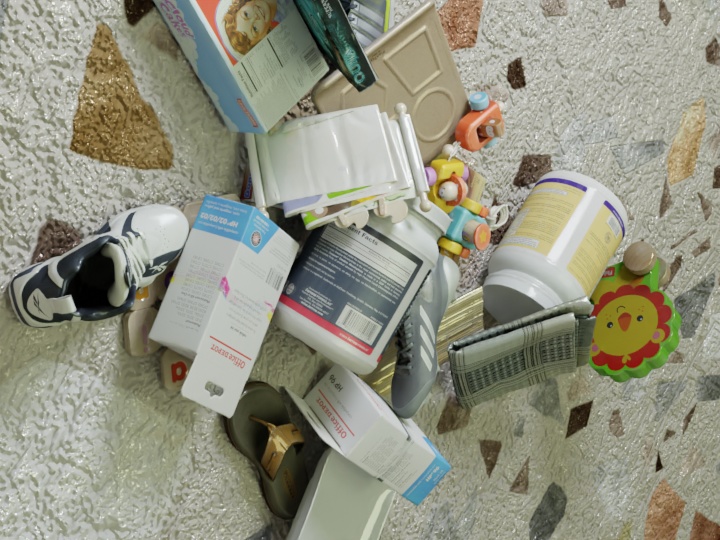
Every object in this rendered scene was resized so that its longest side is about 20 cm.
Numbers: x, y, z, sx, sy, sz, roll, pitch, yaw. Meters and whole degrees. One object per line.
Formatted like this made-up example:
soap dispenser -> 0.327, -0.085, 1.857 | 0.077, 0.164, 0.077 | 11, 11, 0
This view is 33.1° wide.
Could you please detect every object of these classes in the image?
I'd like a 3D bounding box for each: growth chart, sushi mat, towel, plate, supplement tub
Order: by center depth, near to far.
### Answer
growth chart -> -0.027, -0.110, 1.298 | 0.018, 0.197, 0.147 | 78, 7, -74
supplement tub -> 0.000, 0.000, 1.354 | 0.140, 0.140, 0.201 | 33, 86, -44
plate -> -0.036, 0.324, 1.473 | 0.199, 0.032, 0.202 | 41, 67, -57
sushi mat -> 0.077, 0.097, 1.527 | 0.198, 0.012, 0.097 | -27, 131, -20
towel -> 0.215, 0.115, 1.588 | 0.198, 0.035, 0.193 | -20, 149, -2
supplement tub -> 0.263, -0.019, 1.657 | 0.201, 0.144, 0.146 | -56, 132, -22

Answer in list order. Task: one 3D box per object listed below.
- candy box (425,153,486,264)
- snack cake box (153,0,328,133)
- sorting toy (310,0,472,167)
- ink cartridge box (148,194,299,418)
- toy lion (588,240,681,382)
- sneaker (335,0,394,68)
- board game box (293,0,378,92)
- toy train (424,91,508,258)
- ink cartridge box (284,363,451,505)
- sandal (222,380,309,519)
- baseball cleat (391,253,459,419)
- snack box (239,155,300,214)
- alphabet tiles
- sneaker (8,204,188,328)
candy box -> 0.079, -0.048, 1.525 | 0.115, 0.055, 0.202 | 29, 77, -45
snack cake box -> -0.128, -0.256, 1.254 | 0.115, 0.067, 0.201 | -47, 125, -27
sorting toy -> 0.039, -0.189, 1.403 | 0.185, 0.036, 0.201 | -40, 135, -16
ink cartridge box -> -0.147, 0.039, 1.258 | 0.115, 0.067, 0.202 | 41, 67, -61
toy lion -> 0.352, 0.064, 1.702 | 0.069, 0.198, 0.194 | 38, 54, -44
sneaker -> -0.005, -0.284, 1.382 | 0.081, 0.073, 0.202 | -28, 115, -35
board game box -> -0.050, -0.277, 1.253 | 0.028, 0.200, 0.136 | -31, 124, -2
toy train -> 0.145, -0.105, 1.475 | 0.150, 0.055, 0.202 | -36, 132, -25
ink cartridge box -> 0.009, 0.187, 1.446 | 0.068, 0.116, 0.200 | -47, 133, 3
sandal -> -0.095, 0.211, 1.395 | 0.082, 0.054, 0.202 | -38, 124, -34
baseball cleat -> 0.054, 0.070, 1.447 | 0.106, 0.069, 0.202 | 25, 73, -34
snack box -> -0.053, -0.099, 1.401 | 0.199, 0.024, 0.073 | 11, 91, -47
alphabet tiles -> -0.173, 0.022, 1.307 | 0.199, 0.014, 0.198 | -17, 109, -43
sneaker -> -0.224, -0.005, 1.153 | 0.198, 0.129, 0.081 | -23, 106, -35
